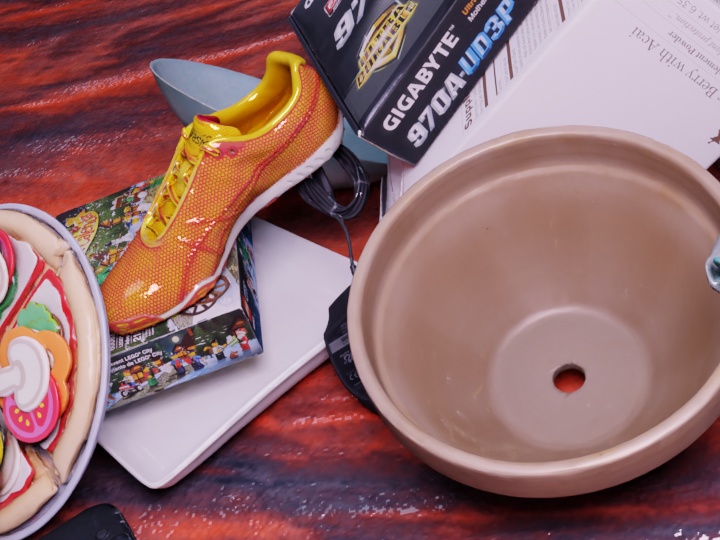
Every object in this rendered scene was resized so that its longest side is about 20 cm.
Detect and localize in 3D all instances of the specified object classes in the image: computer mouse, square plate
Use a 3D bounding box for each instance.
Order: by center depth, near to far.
[{"bbox_3d":[0.000,0.000,0.814,0.058,0.034,0.202,-30,56,20],"label":"computer mouse"},{"bbox_3d":[-0.100,0.046,0.870,0.198,0.029,0.199,-39,36,-22],"label":"square plate"}]

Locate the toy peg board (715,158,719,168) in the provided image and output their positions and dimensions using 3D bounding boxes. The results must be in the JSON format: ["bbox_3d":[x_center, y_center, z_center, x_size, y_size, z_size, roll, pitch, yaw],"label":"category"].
[{"bbox_3d":[0.312,-0.102,0.766,0.197,0.099,0.201,-22,33,2],"label":"toy peg board"}]

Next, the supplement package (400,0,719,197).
[{"bbox_3d":[0.127,-0.100,0.771,0.200,0.120,0.121,-48,22,31],"label":"supplement package"}]

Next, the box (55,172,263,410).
[{"bbox_3d":[-0.137,0.005,0.888,0.135,0.038,0.201,-20,33,4],"label":"box"}]

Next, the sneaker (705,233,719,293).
[{"bbox_3d":[0.202,0.031,0.572,0.083,0.120,0.202,-25,49,42],"label":"sneaker"}]

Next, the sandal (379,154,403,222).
[{"bbox_3d":[0.045,-0.019,0.835,0.059,0.078,0.208,-45,36,34],"label":"sandal"}]

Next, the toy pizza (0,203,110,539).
[{"bbox_3d":[-0.223,0.060,0.806,0.198,0.032,0.203,-6,80,37],"label":"toy pizza"}]

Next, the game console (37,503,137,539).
[{"bbox_3d":[-0.182,0.175,0.654,0.171,0.120,0.200,-31,34,-12],"label":"game console"}]

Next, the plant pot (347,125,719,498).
[{"bbox_3d":[0.098,0.033,0.685,0.198,0.093,0.203,-8,53,11],"label":"plant pot"}]

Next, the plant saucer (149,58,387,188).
[{"bbox_3d":[-0.059,-0.097,0.965,0.198,0.039,0.201,20,14,-5],"label":"plant saucer"}]

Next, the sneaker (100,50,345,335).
[{"bbox_3d":[-0.096,-0.049,0.818,0.201,0.077,0.073,-51,41,-9],"label":"sneaker"}]

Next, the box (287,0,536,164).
[{"bbox_3d":[0.047,-0.184,0.784,0.201,0.046,0.160,-53,35,19],"label":"box"}]
